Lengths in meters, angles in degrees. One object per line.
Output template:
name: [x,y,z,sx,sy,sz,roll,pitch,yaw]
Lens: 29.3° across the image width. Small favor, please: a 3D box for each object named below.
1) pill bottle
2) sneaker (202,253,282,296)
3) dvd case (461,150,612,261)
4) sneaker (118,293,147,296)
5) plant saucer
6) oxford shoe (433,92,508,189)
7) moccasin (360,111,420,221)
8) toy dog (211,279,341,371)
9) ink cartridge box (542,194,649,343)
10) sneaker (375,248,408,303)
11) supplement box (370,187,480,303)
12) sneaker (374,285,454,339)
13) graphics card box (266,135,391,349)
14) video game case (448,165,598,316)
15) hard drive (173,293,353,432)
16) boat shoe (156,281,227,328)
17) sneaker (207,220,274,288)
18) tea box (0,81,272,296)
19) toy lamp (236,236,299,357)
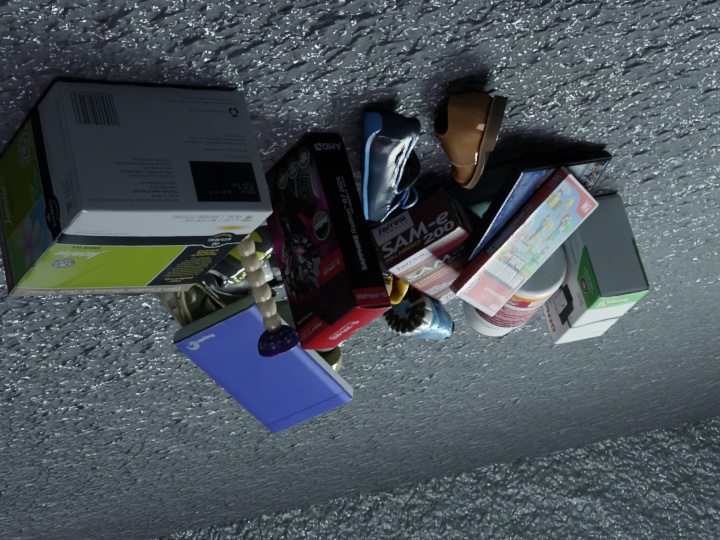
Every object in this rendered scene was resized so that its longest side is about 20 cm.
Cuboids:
pill bottle: [0.216,0.020,1.979,0.108,0.111,0.200,-10,161,-16]
sneaker: [-0.104,-0.027,1.653,0.199,0.075,0.089,-14,158,-42]
dvd case: [0.219,-0.082,1.690,0.199,0.018,0.143,-11,139,-48]
sneaker: [-0.274,-0.004,1.563,0.083,0.077,0.200,-23,159,12]
plant saucer: [0.186,-0.087,1.777,0.198,0.028,0.200,-15,162,-5]
oxford shoe: [0.113,-0.149,1.507,0.071,0.072,0.200,15,162,3]
moccasin: [0.035,-0.105,1.505,0.067,0.081,0.200,-2,162,-2]
toy dog: [-0.086,0.044,1.766,0.096,0.200,0.132,-42,169,-41]
ink cartridge box: [0.320,0.002,1.955,0.082,0.148,0.200,-10,160,-15]
sneaker: [0.000,0.000,1.671,0.078,0.082,0.199,-61,155,11]
supplement box: [0.103,-0.027,1.722,0.108,0.061,0.200,-31,156,15]
sneaker: [0.057,0.053,1.848,0.089,0.200,0.079,26,96,-32]
graphics card box: [-0.042,-0.029,1.479,0.050,0.202,0.125,-3,160,-34]
video game case: [0.205,-0.032,1.703,0.200,0.017,0.143,-47,154,7]
hard drive: [-0.119,0.120,1.712,0.131,0.026,0.200,-25,127,27]
boat shoe: [-0.183,0.073,1.728,0.073,0.063,0.201,-42,125,-16]
sneaker: [-0.139,-0.025,1.576,0.198,0.086,0.074,-4,-177,-17]
tea box: [-0.223,-0.072,1.312,0.198,0.135,0.196,-1,156,-36]
toy lamp: [-0.119,-0.006,1.519,0.058,0.202,0.058,-15,-160,6]
